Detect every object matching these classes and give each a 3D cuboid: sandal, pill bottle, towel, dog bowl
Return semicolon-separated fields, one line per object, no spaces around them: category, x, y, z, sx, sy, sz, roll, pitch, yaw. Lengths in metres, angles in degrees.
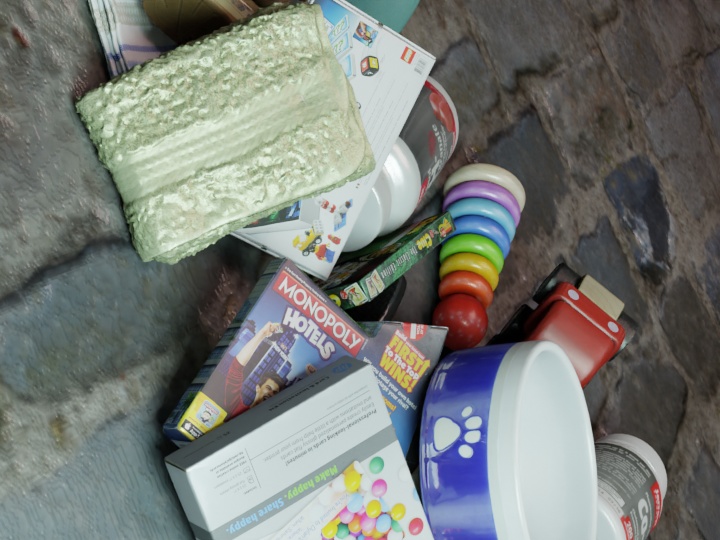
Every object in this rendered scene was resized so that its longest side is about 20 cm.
sandal;-0.006;0.079;1.300;0.045;0.075;0.201;50;42;-30
pill bottle;0.010;-0.096;1.391;0.111;0.110;0.200;61;30;-16
pill bottle;0.237;0.238;1.581;0.200;0.113;0.114;-26;95;-61
towel;-0.096;-0.104;1.162;0.149;0.199;0.036;67;-15;-5
towel;-0.153;-0.168;1.240;0.147;0.024;0.201;-18;88;-63
dog bowl;0.118;0.156;1.216;0.200;0.078;0.201;-6;90;-66

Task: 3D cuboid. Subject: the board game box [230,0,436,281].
board game box;-0.037;-0.108;1.240;0.126;0.035;0.201;27;89;-31

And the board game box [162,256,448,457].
board game box;-0.029;0.091;1.172;0.200;0.062;0.200;45;64;-27

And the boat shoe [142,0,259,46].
boat shoe;-0.093;-0.184;1.260;0.200;0.073;0.063;46;35;-40

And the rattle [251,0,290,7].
rattle;-0.125;-0.256;1.312;0.199;0.143;0.131;19;61;-20

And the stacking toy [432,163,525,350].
stacking toy;0.112;-0.007;1.555;0.085;0.085;0.201;47;41;-37

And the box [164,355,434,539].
box;-0.031;0.185;1.107;0.155;0.041;0.201;-27;110;-25

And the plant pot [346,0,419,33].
plant pot;0.020;-0.332;1.458;0.142;0.140;0.201;-74;177;-47

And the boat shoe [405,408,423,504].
boat shoe;0.034;0.162;1.236;0.071;0.062;0.201;54;45;-43

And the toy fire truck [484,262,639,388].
toy fire truck;0.140;0.100;1.453;0.128;0.176;0.200;39;39;0

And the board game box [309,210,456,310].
board game box;0.000;0.000;1.320;0.024;0.104;0.200;65;29;-7
